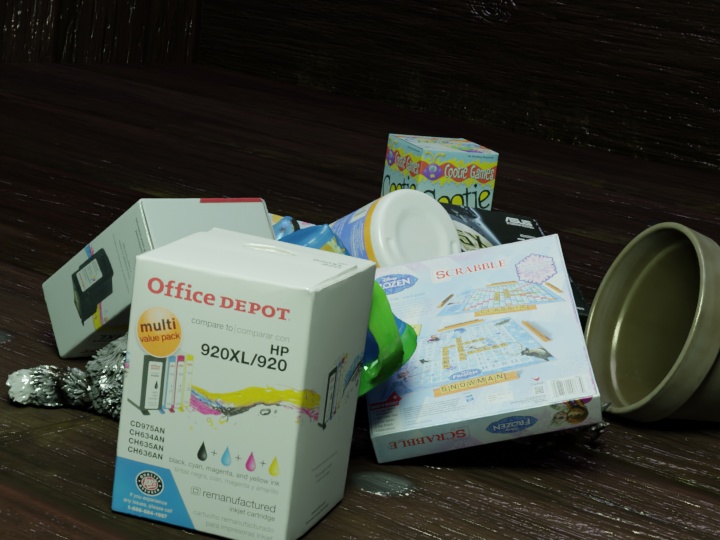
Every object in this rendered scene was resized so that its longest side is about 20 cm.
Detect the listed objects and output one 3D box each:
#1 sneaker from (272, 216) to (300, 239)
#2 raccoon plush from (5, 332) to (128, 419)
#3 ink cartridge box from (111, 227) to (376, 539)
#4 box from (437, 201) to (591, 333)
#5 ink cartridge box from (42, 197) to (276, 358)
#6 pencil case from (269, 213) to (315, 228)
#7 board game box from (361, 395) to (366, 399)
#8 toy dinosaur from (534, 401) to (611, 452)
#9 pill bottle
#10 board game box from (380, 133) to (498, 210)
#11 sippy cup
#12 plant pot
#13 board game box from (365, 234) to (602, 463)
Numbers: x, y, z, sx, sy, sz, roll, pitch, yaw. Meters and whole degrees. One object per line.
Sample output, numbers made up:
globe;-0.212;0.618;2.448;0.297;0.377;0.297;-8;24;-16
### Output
sneaker;-0.157;-0.014;1.805;0.199;0.090;0.078;-24;6;13
raccoon plush;-0.202;0.061;1.506;0.199;0.135;0.097;3;14;-22
ink cartridge box;-0.088;0.084;1.313;0.146;0.201;0.145;11;12;17
box;0.126;0.014;1.843;0.199;0.086;0.164;9;37;-32
ink cartridge box;-0.192;0.008;1.655;0.145;0.083;0.200;-4;-21;-40
pencil case;-0.107;-0.020;2.063;0.199;0.091;0.083;13;27;25
board game box;0.027;0.074;1.616;0.199;0.035;0.126;23;36;3
toy dinosaur;0.186;0.108;1.595;0.199;0.103;0.077;-6;-24;-45
pill bottle;0.000;0.000;1.746;0.112;0.113;0.200;-3;-16;-40
board game box;0.086;-0.053;2.060;0.104;0.201;0.103;2;13;-23
sippy cup;-0.040;0.037;1.444;0.177;0.131;0.140;-23;13;25
plant pot;0.347;0.074;1.731;0.173;0.201;0.200;21;6;-22
board game box;0.098;0.066;1.531;0.199;0.041;0.200;-10;45;3
